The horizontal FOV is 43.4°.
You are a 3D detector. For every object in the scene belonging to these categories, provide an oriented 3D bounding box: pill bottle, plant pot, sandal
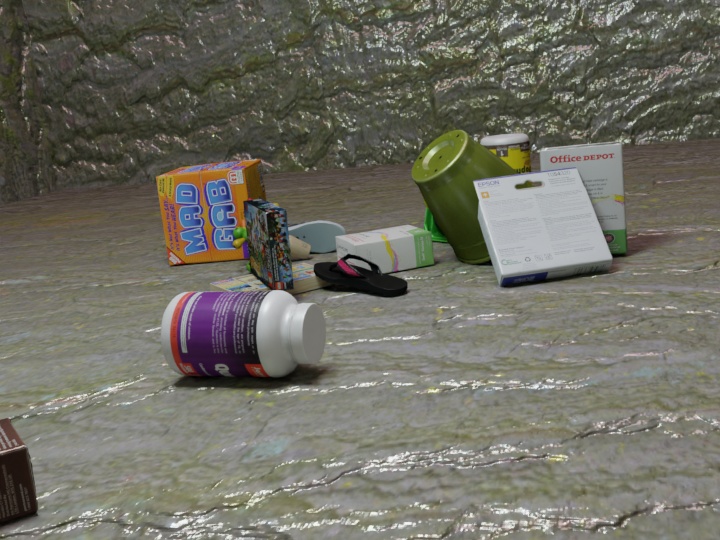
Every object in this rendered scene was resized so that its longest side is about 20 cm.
[{"bbox_3d":[-0.151,0.083,1.178,0.199,0.113,0.112,-1,13,21],"label":"pill bottle"},{"bbox_3d":[0.330,-0.202,2.033,0.109,0.201,0.109,-6,12,1],"label":"pill bottle"},{"bbox_3d":[0.201,-0.151,1.685,0.200,0.193,0.201,-33,30,22],"label":"plant pot"},{"bbox_3d":[0.000,0.000,1.584,0.199,0.045,0.075,13,27,40],"label":"sandal"}]

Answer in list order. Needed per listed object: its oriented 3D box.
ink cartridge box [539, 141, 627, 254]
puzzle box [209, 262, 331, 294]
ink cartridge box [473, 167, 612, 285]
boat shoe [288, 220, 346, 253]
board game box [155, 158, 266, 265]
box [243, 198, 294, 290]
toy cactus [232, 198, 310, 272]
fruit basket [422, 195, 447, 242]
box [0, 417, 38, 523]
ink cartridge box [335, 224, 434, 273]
[{"bbox_3d":[0.406,-0.130,1.656,0.144,0.201,0.084,-4,9,10],"label":"ink cartridge box"},{"bbox_3d":[-0.160,0.024,1.658,0.199,0.026,0.133,-13,14,-29],"label":"puzzle box"},{"bbox_3d":[0.308,-0.078,1.558,0.195,0.201,0.043,-8,-32,-7],"label":"ink cartridge box"},{"bbox_3d":[-0.122,-0.080,2.000,0.199,0.071,0.091,-6,16,12],"label":"boat shoe"},{"bbox_3d":[-0.329,-0.137,2.066,0.199,0.201,0.200,-5,12,5],"label":"board game box"},{"bbox_3d":[-0.165,-0.049,1.608,0.038,0.137,0.200,-8,12,-17],"label":"box"},{"bbox_3d":[-0.183,-0.071,1.893,0.164,0.103,0.200,17,35,-14],"label":"toy cactus"},{"bbox_3d":[0.197,-0.135,1.890,0.214,0.156,0.216,6,3,0],"label":"fruit basket"},{"bbox_3d":[-0.412,0.207,0.835,0.199,0.075,0.100,-11,13,-29],"label":"box"},{"bbox_3d":[0.026,-0.036,1.736,0.199,0.068,0.117,-10,13,-19],"label":"ink cartridge box"}]
